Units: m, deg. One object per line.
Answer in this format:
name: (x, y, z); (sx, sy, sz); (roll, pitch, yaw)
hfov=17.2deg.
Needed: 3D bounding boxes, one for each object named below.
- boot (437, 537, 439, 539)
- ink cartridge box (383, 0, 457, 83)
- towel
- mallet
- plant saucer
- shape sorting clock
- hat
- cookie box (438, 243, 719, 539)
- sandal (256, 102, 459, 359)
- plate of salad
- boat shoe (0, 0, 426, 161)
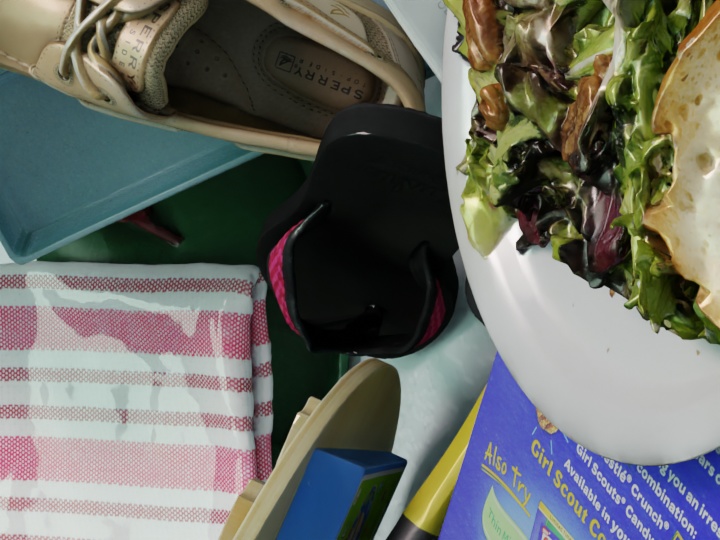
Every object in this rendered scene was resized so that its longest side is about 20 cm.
boot: (0.029, 0.191, 0.847); (0.200, 0.066, 0.175); (118, 152, -43)
ink cartridge box: (0.000, -0.134, 0.733); (0.200, 0.050, 0.109); (51, -174, -30)
towel: (-0.103, 0.096, 0.949); (0.146, 0.030, 0.200); (-1, 90, 24)
mallet: (0.020, 0.073, 0.791); (0.200, 0.041, 0.066); (-54, 35, 8)
plant saucer: (-0.050, -0.073, 0.845); (0.019, 0.200, 0.070); (-94, -22, -70)
shape sorting clock: (-0.035, 0.122, 0.831); (0.200, 0.039, 0.200); (24, -90, -82)
hat: (-0.122, -0.002, 0.984); (0.200, 0.176, 0.166); (66, 146, 34)
cookie box: (0.107, 0.062, 0.668); (0.171, 0.075, 0.200); (54, 138, 46)
sandal: (0.000, 0.000, 0.815); (0.200, 0.075, 0.045); (108, 177, -71)
plate of salad: (0.062, -0.049, 0.614); (0.200, 0.048, 0.200); (6, 97, 62)
boat shoe: (-0.072, -0.085, 0.795); (0.065, 0.200, 0.071); (-97, 22, -72)
